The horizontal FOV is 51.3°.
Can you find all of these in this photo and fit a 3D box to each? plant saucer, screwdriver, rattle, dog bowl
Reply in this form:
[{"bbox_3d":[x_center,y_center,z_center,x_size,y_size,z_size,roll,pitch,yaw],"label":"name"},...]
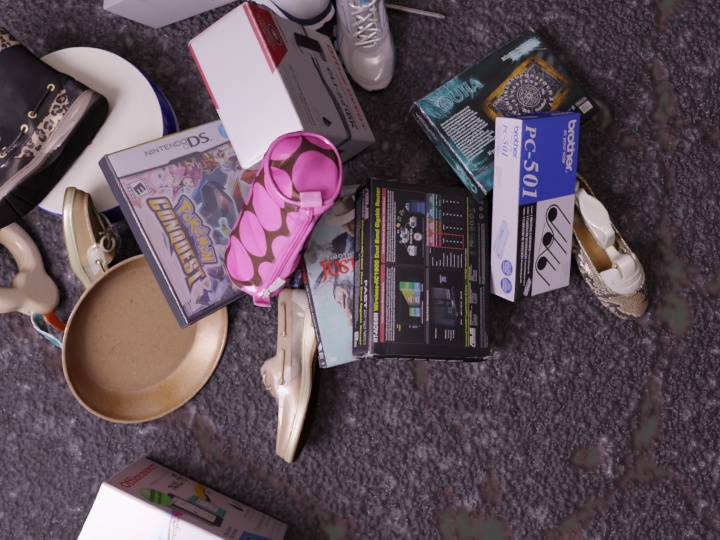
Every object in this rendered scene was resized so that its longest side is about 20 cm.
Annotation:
[{"bbox_3d":[-0.246,0.073,0.855,0.035,0.199,0.202,22,85,45],"label":"plant saucer"},{"bbox_3d":[0.007,-0.333,0.935,0.197,0.029,0.028,11,86,-5],"label":"screwdriver"},{"bbox_3d":[-0.434,0.036,0.891,0.142,0.130,0.200,-36,114,9],"label":"rattle"},{"bbox_3d":[-0.321,-0.157,0.895,0.197,0.079,0.203,0,87,1],"label":"dog bowl"}]

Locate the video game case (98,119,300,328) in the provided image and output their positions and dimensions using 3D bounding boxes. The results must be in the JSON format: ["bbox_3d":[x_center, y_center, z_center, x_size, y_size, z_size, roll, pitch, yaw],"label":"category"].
[{"bbox_3d":[-0.172,-0.063,0.854,0.180,0.025,0.202,-29,93,-40],"label":"video game case"}]

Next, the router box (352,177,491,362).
[{"bbox_3d":[0.069,0.003,0.862,0.148,0.062,0.203,5,80,-18],"label":"router box"}]

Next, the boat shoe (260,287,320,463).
[{"bbox_3d":[-0.082,0.121,0.883,0.064,0.072,0.203,6,81,6],"label":"boat shoe"}]

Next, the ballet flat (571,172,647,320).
[{"bbox_3d":[0.284,-0.030,0.884,0.067,0.075,0.201,-31,87,-10],"label":"ballet flat"}]

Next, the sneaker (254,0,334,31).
[{"bbox_3d":[-0.113,-0.361,0.884,0.199,0.081,0.077,33,77,22],"label":"sneaker"}]

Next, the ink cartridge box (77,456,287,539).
[{"bbox_3d":[-0.205,0.326,0.831,0.198,0.147,0.147,24,87,1],"label":"ink cartridge box"}]

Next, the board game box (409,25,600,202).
[{"bbox_3d":[0.173,-0.190,0.889,0.199,0.028,0.136,-35,84,-20],"label":"board game box"}]

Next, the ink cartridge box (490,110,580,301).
[{"bbox_3d":[0.196,-0.074,0.850,0.093,0.044,0.203,-13,111,-32],"label":"ink cartridge box"}]

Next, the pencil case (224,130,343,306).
[{"bbox_3d":[-0.080,-0.047,0.767,0.090,0.200,0.095,9,57,-16],"label":"pencil case"}]

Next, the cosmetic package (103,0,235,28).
[{"bbox_3d":[-0.204,-0.357,0.856,0.198,0.090,0.108,1,87,41],"label":"cosmetic package"}]

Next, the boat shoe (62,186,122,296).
[{"bbox_3d":[-0.288,-0.006,0.852,0.062,0.073,0.203,-9,124,-8],"label":"boat shoe"}]

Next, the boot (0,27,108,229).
[{"bbox_3d":[-0.394,-0.155,0.819,0.150,0.073,0.201,39,84,1],"label":"boot"}]

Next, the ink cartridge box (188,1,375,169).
[{"bbox_3d":[-0.077,-0.191,0.828,0.083,0.200,0.146,-26,86,22],"label":"ink cartridge box"}]

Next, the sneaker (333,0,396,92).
[{"bbox_3d":[-0.001,-0.310,0.882,0.074,0.087,0.202,-14,105,-1],"label":"sneaker"}]

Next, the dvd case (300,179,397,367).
[{"bbox_3d":[0.000,0.000,0.884,0.144,0.022,0.203,-10,84,-26],"label":"dvd case"}]
